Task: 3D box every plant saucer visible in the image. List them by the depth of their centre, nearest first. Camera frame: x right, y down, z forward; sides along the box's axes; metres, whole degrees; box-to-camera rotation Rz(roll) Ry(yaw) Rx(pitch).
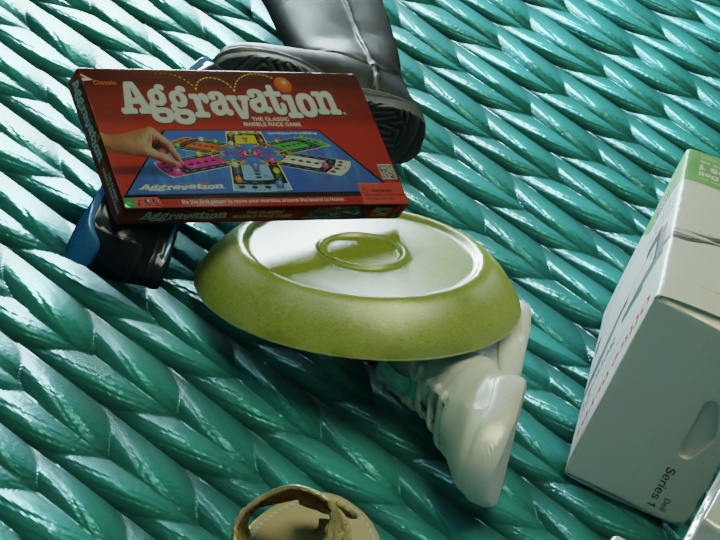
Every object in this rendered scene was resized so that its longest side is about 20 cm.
[{"bbox_3d":[0.000,0.000,1.529,0.199,0.031,0.200,6,22,-2],"label":"plant saucer"}]

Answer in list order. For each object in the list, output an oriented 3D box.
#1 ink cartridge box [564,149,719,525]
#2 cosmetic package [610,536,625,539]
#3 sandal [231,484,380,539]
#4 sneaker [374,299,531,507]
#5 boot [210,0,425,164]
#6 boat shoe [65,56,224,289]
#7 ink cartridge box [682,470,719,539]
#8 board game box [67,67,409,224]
[{"bbox_3d":[0.201,0.038,1.564,0.084,0.146,0.200,24,30,0],"label":"ink cartridge box"},{"bbox_3d":[0.153,0.263,1.213,0.199,0.123,0.200,31,32,9],"label":"cosmetic package"},{"bbox_3d":[-0.035,0.146,1.304,0.078,0.070,0.212,34,32,14],"label":"sandal"},{"bbox_3d":[0.051,0.072,1.493,0.088,0.075,0.200,13,24,-2],"label":"sneaker"},{"bbox_3d":[-0.046,-0.164,1.771,0.164,0.066,0.200,19,33,-26],"label":"boot"},{"bbox_3d":[-0.118,-0.052,1.558,0.069,0.084,0.200,31,47,-4],"label":"boat shoe"},{"bbox_3d":[0.256,0.199,1.359,0.200,0.145,0.145,31,32,9],"label":"ink cartridge box"},{"bbox_3d":[-0.072,-0.076,1.536,0.199,0.019,0.103,-2,56,-34],"label":"board game box"}]
